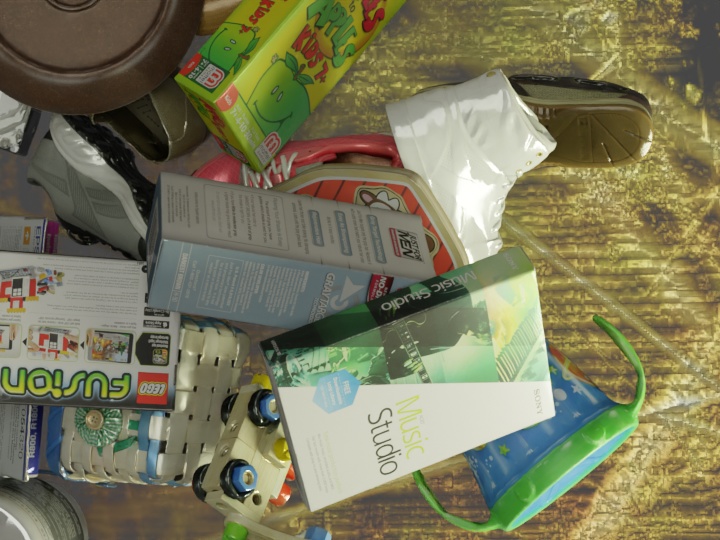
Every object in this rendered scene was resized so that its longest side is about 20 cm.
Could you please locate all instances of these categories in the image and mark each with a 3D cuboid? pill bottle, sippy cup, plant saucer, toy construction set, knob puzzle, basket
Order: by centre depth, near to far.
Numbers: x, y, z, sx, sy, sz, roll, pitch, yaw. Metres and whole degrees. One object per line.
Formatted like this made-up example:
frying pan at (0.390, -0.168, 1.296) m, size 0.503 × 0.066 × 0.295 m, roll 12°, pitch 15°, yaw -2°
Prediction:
toy construction set at (-0.052, 0.154, 1.363) m, size 0.092 × 0.201 × 0.131 m, roll -26°, pitch 127°, yaw 33°
plant saucer at (-0.220, -0.221, 1.370) m, size 0.199 × 0.034 × 0.202 m, roll 0°, pitch 86°, yaw -3°
pill bottle at (-0.275, 0.217, 1.377) m, size 0.113 × 0.200 × 0.115 m, roll 0°, pitch 88°, yaw 4°
knob puzzle at (0.000, 0.000, 1.387) m, size 0.218 × 0.030 × 0.221 m, roll 14°, pitch 128°, yaw 19°
sippy cup at (0.125, 0.111, 1.394) m, size 0.177 × 0.140 × 0.131 m, roll -30°, pitch 73°, yaw -33°
basket at (-0.195, 0.084, 1.415) m, size 0.199 × 0.139 × 0.178 m, roll 8°, pitch 88°, yaw 38°

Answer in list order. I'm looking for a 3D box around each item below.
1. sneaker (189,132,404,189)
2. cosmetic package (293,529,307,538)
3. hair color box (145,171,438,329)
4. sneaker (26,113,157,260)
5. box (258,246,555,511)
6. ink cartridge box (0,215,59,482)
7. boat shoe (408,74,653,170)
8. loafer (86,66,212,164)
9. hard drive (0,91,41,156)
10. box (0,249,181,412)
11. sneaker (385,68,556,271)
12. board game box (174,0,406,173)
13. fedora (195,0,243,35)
sneaker at (-0.049, -0.079, 1.425) m, size 0.198 × 0.087 × 0.074 m, roll -10°, pitch 87°, yaw 4°
cosmetic package at (0.012, 0.293, 1.405) m, size 0.199 × 0.101 × 0.072 m, roll 34°, pitch 92°, yaw 5°
hair color box at (-0.051, -0.008, 1.281) m, size 0.198 × 0.099 × 0.061 m, roll 9°, pitch 120°, yaw -12°
sneaker at (-0.195, -0.043, 1.431) m, size 0.200 × 0.074 × 0.080 m, roll 46°, pitch 106°, yaw 28°
box at (0.037, 0.078, 1.266) m, size 0.199 × 0.036 × 0.145 m, roll -21°, pitch 130°, yaw -10°
ink cartridge box at (-0.276, 0.057, 1.394) m, size 0.043 × 0.199 × 0.198 m, roll 5°, pitch 89°, yaw -34°
boat shoe at (0.135, -0.119, 1.425) m, size 0.198 × 0.065 × 0.074 m, roll 7°, pitch 118°, yaw 11°
loafer at (-0.200, -0.161, 1.417) m, size 0.200 × 0.068 × 0.076 m, roll 38°, pitch 129°, yaw -12°
hard drive at (-0.310, -0.211, 1.472) m, size 0.139 × 0.038 × 0.201 m, roll 19°, pitch 89°, yaw 4°
box at (-0.230, 0.042, 1.284) m, size 0.198 × 0.035 × 0.111 m, roll 5°, pitch 88°, yaw -18°
sneaker at (0.104, -0.060, 1.382) m, size 0.115 × 0.074 × 0.201 m, roll -20°, pitch 125°, yaw 5°
board game box at (-0.048, -0.186, 1.395) m, size 0.047 × 0.102 × 0.200 m, roll 32°, pitch 76°, yaw 32°
fedora at (-0.121, -0.284, 1.438) m, size 0.199 × 0.082 × 0.202 m, roll 0°, pitch 86°, yaw 4°
